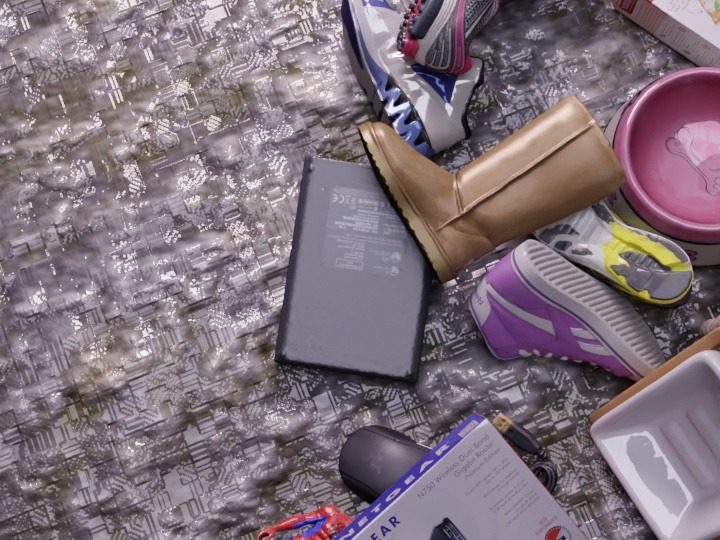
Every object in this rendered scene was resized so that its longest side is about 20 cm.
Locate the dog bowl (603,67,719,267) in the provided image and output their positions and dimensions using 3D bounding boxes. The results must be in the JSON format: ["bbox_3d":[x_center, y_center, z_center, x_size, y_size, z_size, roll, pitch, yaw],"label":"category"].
[{"bbox_3d":[0.333,-0.108,1.159,0.199,0.074,0.201,-1,77,6],"label":"dog bowl"}]

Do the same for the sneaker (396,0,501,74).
[{"bbox_3d":[0.108,-0.282,1.118,0.074,0.081,0.201,25,108,-13],"label":"sneaker"}]

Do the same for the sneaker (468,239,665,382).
[{"bbox_3d":[0.192,0.061,1.136,0.200,0.114,0.073,36,33,-14],"label":"sneaker"}]

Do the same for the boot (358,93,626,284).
[{"bbox_3d":[0.120,-0.105,1.108,0.199,0.066,0.176,-31,97,-2],"label":"boot"}]

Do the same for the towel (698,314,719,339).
[{"bbox_3d":[0.389,0.119,1.084,0.034,0.133,0.200,-34,79,-5],"label":"towel"}]

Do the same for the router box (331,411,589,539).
[{"bbox_3d":[0.089,0.260,1.057,0.200,0.049,0.180,-41,96,-5],"label":"router box"}]

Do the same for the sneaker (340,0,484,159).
[{"bbox_3d":[0.060,-0.203,1.194,0.115,0.081,0.200,-21,84,-10],"label":"sneaker"}]

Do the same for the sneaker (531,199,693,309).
[{"bbox_3d":[0.235,-0.020,1.150,0.075,0.085,0.200,-48,59,-1],"label":"sneaker"}]

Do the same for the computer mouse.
[{"bbox_3d":[0.087,0.184,1.106,0.199,0.046,0.141,32,80,7],"label":"computer mouse"}]

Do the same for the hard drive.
[{"bbox_3d":[0.000,0.000,1.144,0.139,0.033,0.201,8,84,1],"label":"hard drive"}]

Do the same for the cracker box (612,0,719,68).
[{"bbox_3d":[0.381,-0.275,1.220,0.200,0.058,0.134,36,78,8],"label":"cracker box"}]

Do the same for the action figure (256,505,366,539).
[{"bbox_3d":[-0.072,0.266,1.086,0.199,0.052,0.066,-24,74,-9],"label":"action figure"}]

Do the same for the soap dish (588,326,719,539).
[{"bbox_3d":[0.311,0.151,1.050,0.081,0.200,0.158,-24,74,-36],"label":"soap dish"}]
